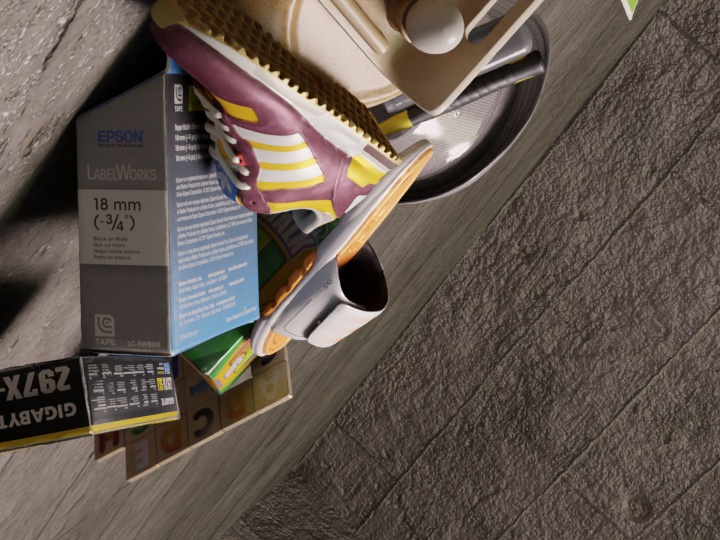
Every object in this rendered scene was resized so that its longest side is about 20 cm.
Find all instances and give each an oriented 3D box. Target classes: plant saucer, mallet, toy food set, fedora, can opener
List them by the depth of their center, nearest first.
[{"bbox_3d":[0.032,-0.197,0.767,0.144,0.060,0.200,-48,131,-2],"label":"toy food set"},{"bbox_3d":[0.008,-0.168,0.854,0.199,0.036,0.201,-22,140,-19],"label":"plant saucer"},{"bbox_3d":[0.024,-0.094,0.914,0.198,0.041,0.066,-22,-172,17],"label":"mallet"},{"bbox_3d":[0.021,-0.148,1.018,0.198,0.067,0.053,-23,-175,4],"label":"can opener"},{"bbox_3d":[0.047,-0.155,1.104,0.201,0.176,0.090,-57,147,-5],"label":"fedora"}]

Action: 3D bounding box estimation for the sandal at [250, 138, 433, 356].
[{"bbox_3d":[-0.003,0.002,0.966,0.207,0.059,0.079,-51,172,31],"label":"sandal"}]

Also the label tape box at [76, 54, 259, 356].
[{"bbox_3d":[-0.114,-0.060,0.867,0.144,0.063,0.202,-21,112,-73],"label":"label tape box"}]

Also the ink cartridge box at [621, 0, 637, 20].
[{"bbox_3d":[0.147,-0.279,0.853,0.202,0.075,0.148,-66,148,-17],"label":"ink cartridge box"}]

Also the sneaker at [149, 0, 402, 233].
[{"bbox_3d":[-0.061,-0.080,0.810,0.090,0.075,0.199,-44,137,14],"label":"sneaker"}]

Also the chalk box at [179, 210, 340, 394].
[{"bbox_3d":[-0.085,-0.027,1.067,0.200,0.125,0.124,-48,173,-9],"label":"chalk box"}]

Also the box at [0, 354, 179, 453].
[{"bbox_3d":[-0.214,0.089,0.885,0.158,0.050,0.200,-9,175,6],"label":"box"}]

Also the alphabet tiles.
[{"bbox_3d":[-0.144,0.075,1.167,0.199,0.168,0.008,-29,138,22],"label":"alphabet tiles"}]
